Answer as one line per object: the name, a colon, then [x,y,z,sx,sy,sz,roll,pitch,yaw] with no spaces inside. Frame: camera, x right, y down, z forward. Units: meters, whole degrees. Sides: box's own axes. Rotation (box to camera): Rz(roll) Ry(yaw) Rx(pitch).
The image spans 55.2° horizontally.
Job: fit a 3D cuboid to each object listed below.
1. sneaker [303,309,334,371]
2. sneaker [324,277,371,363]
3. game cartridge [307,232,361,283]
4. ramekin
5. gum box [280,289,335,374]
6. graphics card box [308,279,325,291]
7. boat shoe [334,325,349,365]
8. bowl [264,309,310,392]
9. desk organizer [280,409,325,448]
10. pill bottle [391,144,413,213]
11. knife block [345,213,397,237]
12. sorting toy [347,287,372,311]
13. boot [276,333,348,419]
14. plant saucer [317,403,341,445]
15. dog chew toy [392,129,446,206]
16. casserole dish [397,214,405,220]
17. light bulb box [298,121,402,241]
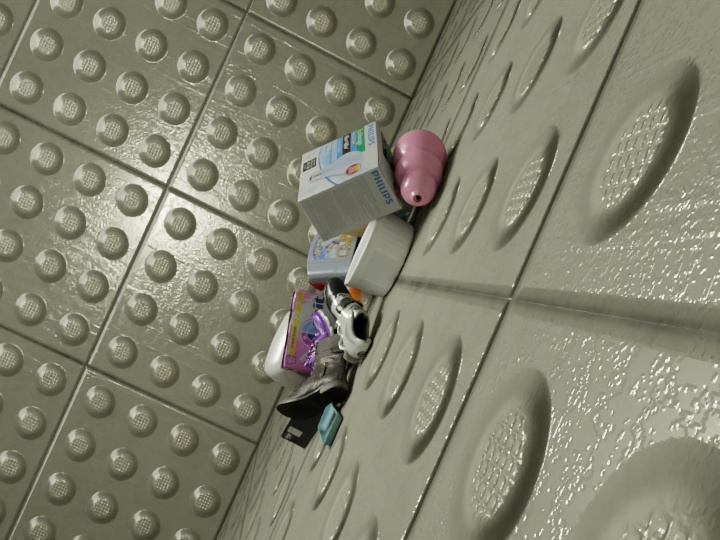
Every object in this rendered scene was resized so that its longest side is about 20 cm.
sneaker: [-0.097,0.196,1.640,0.081,0.082,0.205,127,138,-75]
sneaker: [-0.018,0.091,1.510,0.089,0.073,0.203,-48,53,44]
game cartridge: [-0.065,-0.053,1.753,0.042,0.130,0.202,72,-157,-43]
ramekin: [0.046,-0.039,1.589,0.201,0.096,0.203,-90,26,-79]
gum box: [-0.126,0.152,1.720,0.066,0.111,0.204,142,138,-72]
graphics card box: [-0.056,-0.049,1.850,0.125,0.051,0.202,-33,27,46]
boat shoe: [-0.037,0.161,1.691,0.074,0.064,0.201,-61,8,25]
bowl: [-0.133,0.220,1.798,0.074,0.198,0.203,-4,58,60]
desk organizer: [-0.130,0.356,1.733,0.201,0.071,0.078,-61,5,43]
pill bottle: [0.111,-0.231,1.720,0.202,0.111,0.114,-71,8,-51]
knife block: [-0.013,-0.124,1.719,0.173,0.200,0.065,-21,44,31]
sorting toy: [0.000,0.000,1.843,0.183,0.105,0.200,-63,5,2]
boot: [-0.094,0.231,1.545,0.197,0.070,0.176,-23,37,19]
plant saucer: [-0.067,0.329,1.497,0.200,0.019,0.071,159,135,-84]
dog chew toy: [0.127,-0.217,1.501,0.202,0.122,0.125,-83,17,-47]
casserole dish: [0.081,-0.102,1.855,0.200,0.038,0.123,-78,14,-71]
light bulb box: [-0.023,-0.201,1.550,0.197,0.126,0.200,-22,37,16]
